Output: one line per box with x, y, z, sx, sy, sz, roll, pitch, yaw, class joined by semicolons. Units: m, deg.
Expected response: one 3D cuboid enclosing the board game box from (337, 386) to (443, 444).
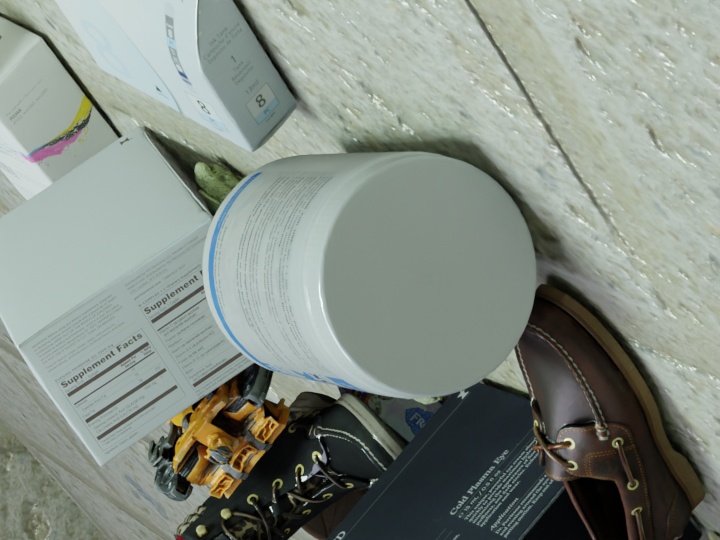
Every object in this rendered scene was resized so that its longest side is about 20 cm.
0.078;0.166;1.838;0.200;0.041;0.200;39;164;23;board game box

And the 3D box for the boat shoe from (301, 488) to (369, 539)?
0.037;0.199;1.846;0.199;0.073;0.065;27;-166;39;boat shoe

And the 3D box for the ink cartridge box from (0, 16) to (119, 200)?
-0.255;-0.125;1.883;0.116;0.068;0.200;27;160;48;ink cartridge box

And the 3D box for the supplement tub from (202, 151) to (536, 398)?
0.000;0.000;1.402;0.132;0.132;0.200;48;166;-16;supplement tub

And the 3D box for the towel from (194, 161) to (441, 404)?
-0.030;0.010;1.708;0.199;0.037;0.149;32;163;39;towel

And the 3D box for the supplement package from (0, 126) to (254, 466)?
-0.165;0.013;1.740;0.111;0.155;0.200;59;175;-27;supplement package

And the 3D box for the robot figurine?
-0.094;0.084;1.800;0.058;0.145;0.200;31;-158;-19;robot figurine

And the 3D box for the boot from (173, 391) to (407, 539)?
-0.048;0.158;1.775;0.073;0.151;0.200;49;166;-17;boot

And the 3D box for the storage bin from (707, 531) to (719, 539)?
0.269;0.286;1.545;0.200;0.094;0.199;35;163;30;storage bin

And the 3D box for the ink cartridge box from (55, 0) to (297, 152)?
-0.137;-0.170;1.467;0.160;0.047;0.200;31;163;43;ink cartridge box

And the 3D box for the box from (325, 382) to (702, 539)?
0.078;0.185;1.574;0.104;0.200;0.182;49;165;-25;box

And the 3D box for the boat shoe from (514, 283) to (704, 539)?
0.133;0.095;1.431;0.070;0.070;0.200;27;157;51;boat shoe
